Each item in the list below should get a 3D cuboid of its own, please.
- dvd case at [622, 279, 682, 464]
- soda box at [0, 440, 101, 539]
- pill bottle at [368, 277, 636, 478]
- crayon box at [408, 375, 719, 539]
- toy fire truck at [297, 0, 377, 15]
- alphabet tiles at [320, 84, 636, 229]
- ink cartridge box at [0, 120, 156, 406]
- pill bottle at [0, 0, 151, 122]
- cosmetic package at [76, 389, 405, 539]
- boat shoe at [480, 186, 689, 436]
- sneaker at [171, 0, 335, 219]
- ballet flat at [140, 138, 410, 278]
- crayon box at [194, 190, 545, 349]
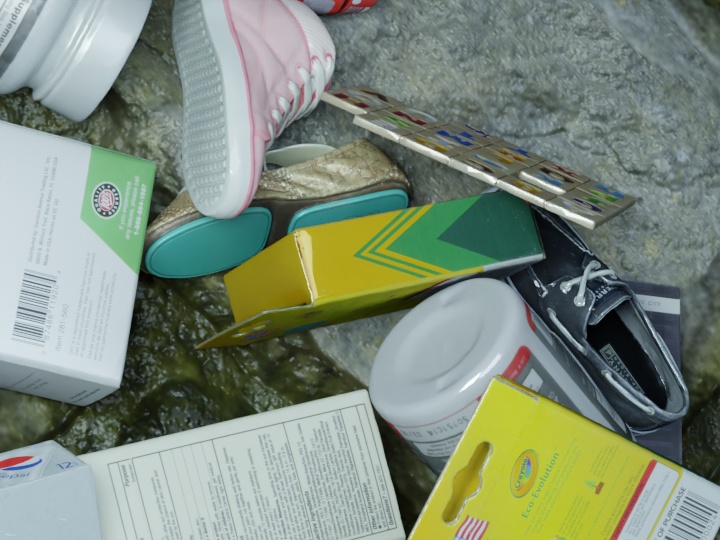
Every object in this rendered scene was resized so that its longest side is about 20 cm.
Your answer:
[{"bbox_3d":[0.153,0.101,1.577,0.148,0.016,0.201,7,76,-22],"label":"dvd case"},{"bbox_3d":[-0.183,0.205,1.332,0.068,0.063,0.201,-14,106,-26],"label":"soda box"},{"bbox_3d":[0.105,0.110,1.459,0.200,0.114,0.114,49,62,-29],"label":"pill bottle"},{"bbox_3d":[0.114,0.147,1.369,0.200,0.051,0.127,28,89,-31],"label":"crayon box"},{"bbox_3d":[-0.065,-0.269,1.545,0.141,0.049,0.201,-4,80,-25],"label":"toy fire truck"},{"bbox_3d":[0.076,-0.077,1.501,0.200,0.167,0.008,25,103,11],"label":"alphabet tiles"},{"bbox_3d":[-0.237,-0.014,1.384,0.200,0.084,0.146,15,72,-21],"label":"ink cartridge box"},{"bbox_3d":[-0.236,-0.178,1.407,0.200,0.114,0.114,28,68,-17],"label":"pill bottle"},{"bbox_3d":[-0.086,0.145,1.416,0.200,0.087,0.104,-10,83,-28],"label":"cosmetic package"},{"bbox_3d":[0.151,0.022,1.547,0.072,0.068,0.200,-34,92,-27],"label":"boat shoe"},{"bbox_3d":[-0.059,-0.109,1.467,0.104,0.075,0.201,12,44,-24],"label":"sneaker"},{"bbox_3d":[-0.065,-0.045,1.494,0.200,0.071,0.065,-11,56,-29],"label":"ballet flat"},{"bbox_3d":[0.000,0.000,1.468,0.200,0.127,0.051,-12,83,-27],"label":"crayon box"}]
